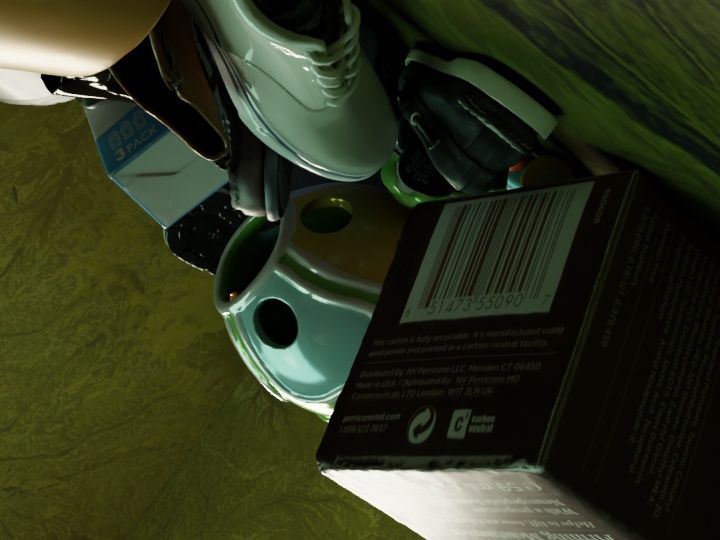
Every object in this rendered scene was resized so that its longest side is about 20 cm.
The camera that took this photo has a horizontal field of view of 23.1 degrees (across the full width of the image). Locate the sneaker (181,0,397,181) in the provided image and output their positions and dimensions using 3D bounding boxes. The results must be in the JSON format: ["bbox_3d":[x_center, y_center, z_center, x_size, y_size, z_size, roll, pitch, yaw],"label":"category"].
[{"bbox_3d":[-0.031,-0.109,0.845,0.071,0.073,0.200,21,159,45],"label":"sneaker"}]

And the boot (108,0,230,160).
[{"bbox_3d":[-0.095,-0.138,0.901,0.200,0.068,0.188,65,-176,35],"label":"boot"}]

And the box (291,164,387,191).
[{"bbox_3d":[0.022,-0.055,1.263,0.196,0.118,0.200,36,178,6],"label":"box"}]

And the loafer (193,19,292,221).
[{"bbox_3d":[-0.068,-0.091,0.982,0.063,0.072,0.200,0,-144,0],"label":"loafer"}]

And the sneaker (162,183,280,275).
[{"bbox_3d":[-0.079,-0.026,1.275,0.200,0.076,0.088,44,-170,-46],"label":"sneaker"}]

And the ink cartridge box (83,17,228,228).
[{"bbox_3d":[-0.130,-0.139,1.192,0.068,0.115,0.200,45,-167,-43],"label":"ink cartridge box"}]

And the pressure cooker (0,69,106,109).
[{"bbox_3d":[-0.217,-0.196,1.100,0.178,0.176,0.200,6,170,18],"label":"pressure cooker"}]

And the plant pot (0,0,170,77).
[{"bbox_3d":[-0.172,-0.167,0.723,0.183,0.201,0.200,18,-168,-42],"label":"plant pot"}]

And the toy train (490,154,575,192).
[{"bbox_3d":[0.130,-0.014,1.057,0.200,0.056,0.150,36,179,-19],"label":"toy train"}]

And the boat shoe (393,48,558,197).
[{"bbox_3d":[0.047,-0.069,0.929,0.074,0.066,0.199,35,180,-16],"label":"boat shoe"}]

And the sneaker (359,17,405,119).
[{"bbox_3d":[0.006,-0.105,1.042,0.078,0.070,0.200,19,179,-4],"label":"sneaker"}]

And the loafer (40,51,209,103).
[{"bbox_3d":[-0.154,-0.132,1.011,0.200,0.071,0.073,35,-155,-53],"label":"loafer"}]

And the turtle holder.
[{"bbox_3d":[-0.004,0.010,1.068,0.132,0.141,0.185,28,151,-25],"label":"turtle holder"}]

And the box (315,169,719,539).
[{"bbox_3d":[0.120,0.074,0.919,0.200,0.165,0.166,36,153,-32],"label":"box"}]
